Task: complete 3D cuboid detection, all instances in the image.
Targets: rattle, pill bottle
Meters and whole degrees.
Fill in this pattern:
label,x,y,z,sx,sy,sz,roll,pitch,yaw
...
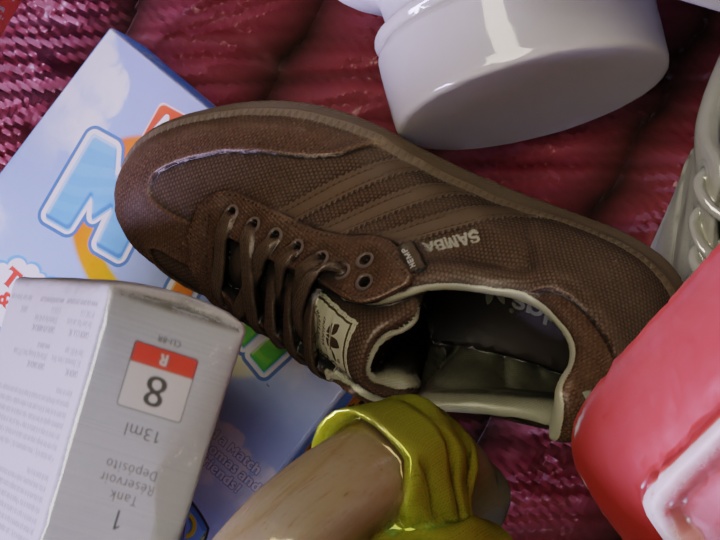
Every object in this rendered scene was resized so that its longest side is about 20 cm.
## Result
label,x,y,z,sx,sy,sz,roll,pitch,yaw
rattle,-0.006,0.146,0.754,0.143,0.130,0.200,40,85,9
pill bottle,0.031,-0.147,0.860,0.119,0.120,0.201,-17,76,15

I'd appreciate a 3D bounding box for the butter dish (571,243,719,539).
label,x,y,z,sx,sy,sz,roll,pitch,yaw
butter dish,0.187,0.052,0.702,0.200,0.148,0.200,51,139,12

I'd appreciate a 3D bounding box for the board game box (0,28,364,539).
label,x,y,z,sx,sy,sz,roll,pitch,yaw
board game box,-0.088,0.041,0.912,0.151,0.037,0.200,39,93,20

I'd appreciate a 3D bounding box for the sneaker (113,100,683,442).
label,x,y,z,sx,sy,sz,roll,pitch,yaw
sneaker,0.000,0.000,0.816,0.200,0.076,0.071,14,119,24

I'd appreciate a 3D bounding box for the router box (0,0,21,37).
label,x,y,z,sx,sy,sz,roll,pitch,yaw
router box,-0.177,-0.170,0.882,0.200,0.049,0.180,32,94,21

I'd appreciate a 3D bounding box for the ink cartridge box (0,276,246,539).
label,x,y,z,sx,sy,sz,roll,pitch,yaw
ink cartridge box,-0.097,0.102,0.803,0.050,0.162,0.201,14,86,-16

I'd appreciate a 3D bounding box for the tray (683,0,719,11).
label,x,y,z,sx,sy,sz,roll,pitch,yaw
tray,0.130,-0.121,0.798,0.199,0.022,0.108,14,57,-15

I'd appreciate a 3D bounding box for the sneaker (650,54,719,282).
label,x,y,z,sx,sy,sz,roll,pitch,yaw
sneaker,0.120,-0.012,0.833,0.073,0.071,0.201,13,85,20
